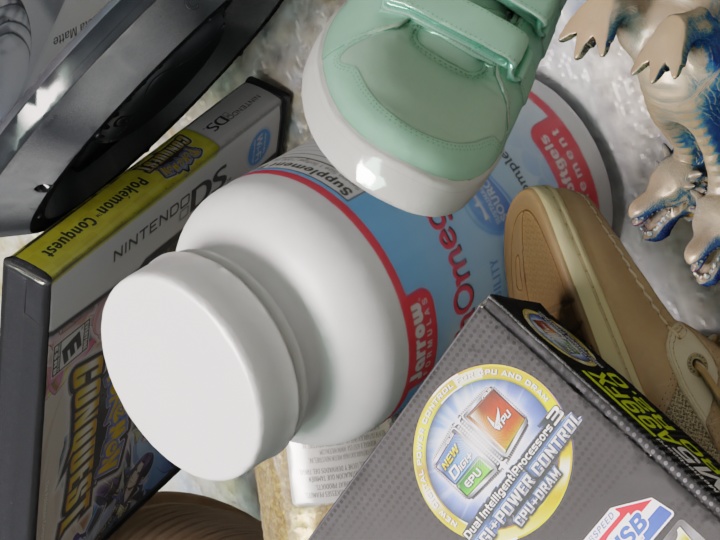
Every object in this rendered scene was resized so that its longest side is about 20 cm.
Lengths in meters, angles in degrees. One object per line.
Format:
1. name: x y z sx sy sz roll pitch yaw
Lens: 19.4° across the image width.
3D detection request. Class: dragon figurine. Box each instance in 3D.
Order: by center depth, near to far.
1. dragon figurine: 0.131 -0.098 0.725 0.059 0.099 0.200 21 90 39

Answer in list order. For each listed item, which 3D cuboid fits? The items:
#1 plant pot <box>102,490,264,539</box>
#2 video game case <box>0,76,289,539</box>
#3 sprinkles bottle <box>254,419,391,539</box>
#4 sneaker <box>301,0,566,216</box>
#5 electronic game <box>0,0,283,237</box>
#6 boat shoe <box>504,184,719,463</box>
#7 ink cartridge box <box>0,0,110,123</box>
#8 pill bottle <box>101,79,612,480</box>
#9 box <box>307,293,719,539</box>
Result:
1. plant pot: -0.062 0.192 1.003 0.093 0.201 0.201 -34 88 43
2. video game case: -0.100 0.034 0.954 0.025 0.181 0.200 26 131 19
3. sprinkles bottle: -0.018 0.074 0.946 0.068 0.068 0.200 -3 96 46
4. sneaker: 0.044 -0.111 0.717 0.074 0.200 0.118 28 130 -5
5. electronic game: -0.089 -0.087 0.856 0.042 0.200 0.200 45 139 1
6. boat shoe: 0.115 0.055 0.767 0.200 0.064 0.071 66 162 8
7. ink cartridge box: -0.148 -0.099 0.907 0.041 0.200 0.200 22 129 28
8. pill bottle: 0.000 0.000 0.817 0.109 0.200 0.109 25 130 34
9. box: 0.049 0.135 0.714 0.160 0.044 0.200 43 107 26
